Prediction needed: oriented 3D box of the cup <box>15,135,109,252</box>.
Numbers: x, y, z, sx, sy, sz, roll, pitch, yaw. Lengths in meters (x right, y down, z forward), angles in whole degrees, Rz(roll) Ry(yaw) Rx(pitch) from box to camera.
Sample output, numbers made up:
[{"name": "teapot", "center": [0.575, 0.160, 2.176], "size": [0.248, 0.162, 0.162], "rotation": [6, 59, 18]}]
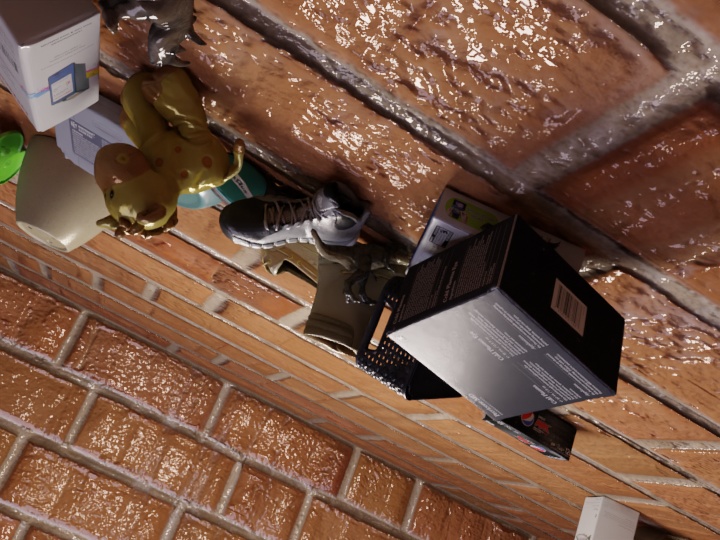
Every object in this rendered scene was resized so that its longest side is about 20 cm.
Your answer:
[{"name": "cup", "center": [-0.536, -0.121, 1.278], "size": [0.196, 0.146, 0.201], "rotation": [22, 161, 8]}]

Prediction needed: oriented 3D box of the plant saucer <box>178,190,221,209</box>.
[{"name": "plant saucer", "center": [-0.298, -0.149, 1.091], "size": [0.196, 0.037, 0.201], "rotation": [22, 160, 8]}]

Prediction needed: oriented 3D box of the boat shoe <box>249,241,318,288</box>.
[{"name": "boat shoe", "center": [-0.128, -0.025, 1.158], "size": [0.196, 0.067, 0.074], "rotation": [21, 160, 10]}]

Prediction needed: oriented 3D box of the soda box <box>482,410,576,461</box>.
[{"name": "soda box", "center": [0.346, 0.314, 1.449], "size": [0.198, 0.072, 0.063], "rotation": [32, 158, -21]}]

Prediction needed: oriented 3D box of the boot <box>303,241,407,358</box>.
[{"name": "boot", "center": [0.017, 0.053, 1.032], "size": [0.197, 0.159, 0.072], "rotation": [21, 160, -26]}]

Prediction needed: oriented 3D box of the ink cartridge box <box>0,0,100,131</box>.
[{"name": "ink cartridge box", "center": [-0.341, -0.255, 0.724], "size": [0.147, 0.087, 0.200], "rotation": [55, 155, -1]}]

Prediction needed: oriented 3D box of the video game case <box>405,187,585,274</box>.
[{"name": "video game case", "center": [0.159, -0.010, 0.893], "size": [0.178, 0.046, 0.201], "rotation": [25, 160, 2]}]

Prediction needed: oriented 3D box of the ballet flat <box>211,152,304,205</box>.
[{"name": "ballet flat", "center": [-0.138, -0.096, 0.998], "size": [0.198, 0.069, 0.068], "rotation": [31, 168, -17]}]

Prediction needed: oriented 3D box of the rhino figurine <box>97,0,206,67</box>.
[{"name": "rhino figurine", "center": [-0.199, -0.254, 0.649], "size": [0.060, 0.086, 0.201], "rotation": [59, 178, 29]}]

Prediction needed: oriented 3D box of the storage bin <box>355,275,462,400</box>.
[{"name": "storage bin", "center": [0.098, 0.097, 0.995], "size": [0.093, 0.138, 0.198], "rotation": [27, -172, 33]}]

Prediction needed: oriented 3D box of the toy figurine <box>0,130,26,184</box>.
[{"name": "toy figurine", "center": [-0.710, -0.245, 1.253], "size": [0.183, 0.151, 0.200], "rotation": [41, -177, -7]}]

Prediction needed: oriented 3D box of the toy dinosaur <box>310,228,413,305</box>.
[{"name": "toy dinosaur", "center": [0.000, 0.000, 0.952], "size": [0.047, 0.091, 0.198], "rotation": [-4, 173, 42]}]

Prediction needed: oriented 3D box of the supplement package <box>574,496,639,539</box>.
[{"name": "supplement package", "center": [0.669, 0.743, 1.957], "size": [0.115, 0.203, 0.117], "rotation": [23, 160, -1]}]

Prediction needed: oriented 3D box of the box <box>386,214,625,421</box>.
[{"name": "box", "center": [0.165, 0.063, 0.811], "size": [0.199, 0.105, 0.181], "rotation": [39, 141, -20]}]

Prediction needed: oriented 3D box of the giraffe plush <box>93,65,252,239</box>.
[{"name": "giraffe plush", "center": [-0.248, -0.117, 0.848], "size": [0.200, 0.162, 0.173], "rotation": [44, 148, -2]}]

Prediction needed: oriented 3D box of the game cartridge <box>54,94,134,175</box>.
[{"name": "game cartridge", "center": [-0.347, -0.174, 1.007], "size": [0.197, 0.041, 0.134], "rotation": [31, 145, 7]}]

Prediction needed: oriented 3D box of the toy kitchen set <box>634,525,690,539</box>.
[{"name": "toy kitchen set", "center": [0.892, 0.851, 2.053], "size": [0.161, 0.205, 0.179], "rotation": [-14, -175, -35]}]

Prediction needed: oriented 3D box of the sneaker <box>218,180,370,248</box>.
[{"name": "sneaker", "center": [-0.078, -0.082, 0.915], "size": [0.195, 0.077, 0.116], "rotation": [1, 157, -23]}]
